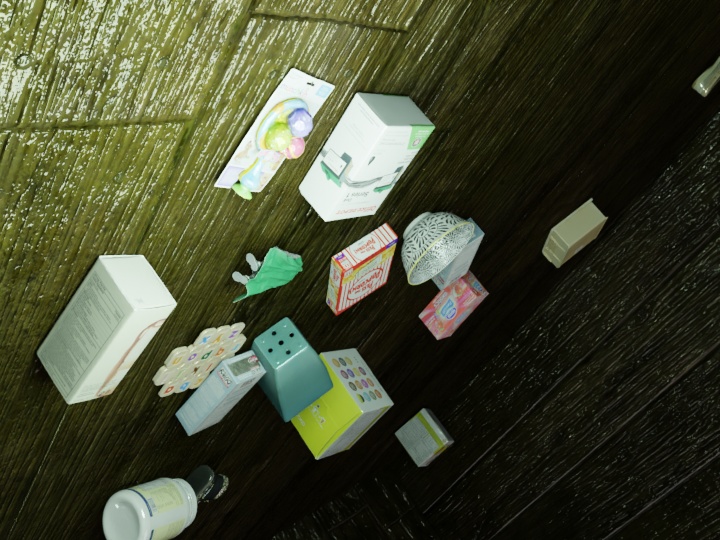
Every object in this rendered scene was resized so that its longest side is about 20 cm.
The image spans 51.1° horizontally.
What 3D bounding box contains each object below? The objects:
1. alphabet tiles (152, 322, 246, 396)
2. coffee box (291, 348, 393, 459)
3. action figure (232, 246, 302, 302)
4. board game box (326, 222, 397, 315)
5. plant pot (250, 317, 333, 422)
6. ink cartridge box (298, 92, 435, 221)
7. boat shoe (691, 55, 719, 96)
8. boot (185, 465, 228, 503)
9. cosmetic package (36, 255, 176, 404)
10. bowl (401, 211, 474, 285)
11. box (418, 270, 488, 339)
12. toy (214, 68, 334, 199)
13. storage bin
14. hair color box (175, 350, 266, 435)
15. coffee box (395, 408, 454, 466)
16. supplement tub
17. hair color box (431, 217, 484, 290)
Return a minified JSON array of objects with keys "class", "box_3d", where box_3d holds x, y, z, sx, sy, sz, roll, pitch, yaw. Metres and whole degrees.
[{"class":"alphabet tiles","box_3d":[-0.316,0.174,1.490,0.197,0.015,0.198,-52,158,26]},{"class":"coffee box","box_3d":[-0.067,0.361,2.062,0.200,0.201,0.197,-46,159,19]},{"class":"action figure","box_3d":[-0.156,-0.002,1.359,0.118,0.055,0.199,-48,166,15]},{"class":"board game box","box_3d":[0.000,0.000,1.659,0.150,0.047,0.201,-33,159,-21]},{"class":"plant pot","box_3d":[-0.160,0.205,1.668,0.140,0.142,0.202,-33,152,-17]},{"class":"ink cartridge box","box_3d":[0.009,-0.184,1.235,0.145,0.085,0.201,-14,146,-51]},{"class":"boat shoe","box_3d":[1.160,-0.643,2.417,0.200,0.065,0.072,-43,160,6]},{"class":"boot","box_3d":[-0.461,0.628,2.075,0.203,0.074,0.154,-43,156,-5]},{"class":"cosmetic package","box_3d":[-0.366,0.084,1.083,0.200,0.104,0.087,-48,160,23]},{"class":"bowl","box_3d":[0.159,-0.071,1.734,0.199,0.095,0.202,-35,159,-15]},{"class":"box","box_3d":[0.287,0.107,2.328,0.094,0.103,0.201,-10,145,-55]},{"class":"toy","box_3d":[-0.112,-0.181,1.072,0.200,0.047,0.114,-48,161,20]},{"class":"storage bin","box_3d":[0.780,-0.130,2.753,0.198,0.094,0.199,-36,160,-13]},{"class":"hair color box","box_3d":[-0.299,0.262,1.607,0.200,0.061,0.098,-46,165,28]},{"class":"coffee box","box_3d":[0.316,0.824,3.708,0.197,0.201,0.200,-41,160,4]},{"class":"supplement tub","box_3d":[-0.503,0.585,1.813,0.145,0.146,0.199,-46,159,18]},{"class":"hair color box","box_3d":[0.251,-0.041,1.993,0.098,0.061,0.201,-31,157,-23]}]
